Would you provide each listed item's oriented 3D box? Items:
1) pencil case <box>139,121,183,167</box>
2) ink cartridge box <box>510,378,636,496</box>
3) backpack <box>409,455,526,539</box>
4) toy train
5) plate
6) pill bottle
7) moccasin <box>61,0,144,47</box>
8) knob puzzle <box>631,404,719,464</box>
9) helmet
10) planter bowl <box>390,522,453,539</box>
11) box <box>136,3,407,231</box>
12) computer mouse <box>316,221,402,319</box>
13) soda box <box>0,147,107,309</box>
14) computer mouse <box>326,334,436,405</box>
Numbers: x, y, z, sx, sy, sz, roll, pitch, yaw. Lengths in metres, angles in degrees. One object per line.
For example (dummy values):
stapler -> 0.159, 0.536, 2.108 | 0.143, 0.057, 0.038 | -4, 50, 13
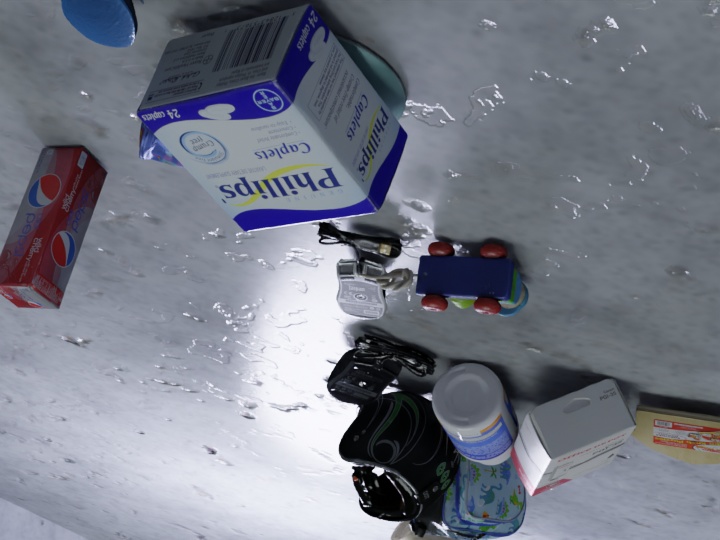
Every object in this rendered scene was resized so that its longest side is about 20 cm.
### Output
pencil case -> -0.152, -0.133, 1.491 | 0.199, 0.079, 0.087 | 19, 173, -11
ink cartridge box -> 0.316, 0.253, 1.983 | 0.146, 0.083, 0.200 | -20, 158, -10
backpack -> 0.201, 0.374, 2.269 | 0.199, 0.184, 0.147 | 18, 156, -39
toy train -> 0.110, 0.018, 1.681 | 0.199, 0.085, 0.116 | 3, 167, 25
plate -> -0.051, -0.187, 1.379 | 0.199, 0.026, 0.200 | 12, 155, 5
pill bottle -> 0.185, 0.231, 2.051 | 0.111, 0.113, 0.200 | 5, 154, 20
moccasin -> -0.247, -0.285, 1.232 | 0.080, 0.069, 0.200 | 3, 156, 7
knob puzzle -> 0.509, 0.248, 2.002 | 0.218, 0.031, 0.220 | 12, 155, 5
helmet -> 0.067, 0.292, 2.152 | 0.199, 0.191, 0.201 | 18, 137, 18
planter bowl -> 0.148, 0.566, 2.742 | 0.135, 0.200, 0.200 | 47, 149, -7
box -> -0.086, -0.145, 1.322 | 0.183, 0.105, 0.200 | -6, 141, 35
computer mouse -> 0.000, 0.000, 1.742 | 0.109, 0.044, 0.200 | 7, 150, 5
soda box -> -0.387, -0.054, 1.645 | 0.070, 0.201, 0.063 | 1, 152, 27
computer mouse -> 0.018, 0.150, 2.054 | 0.138, 0.053, 0.200 | 22, 144, -20
